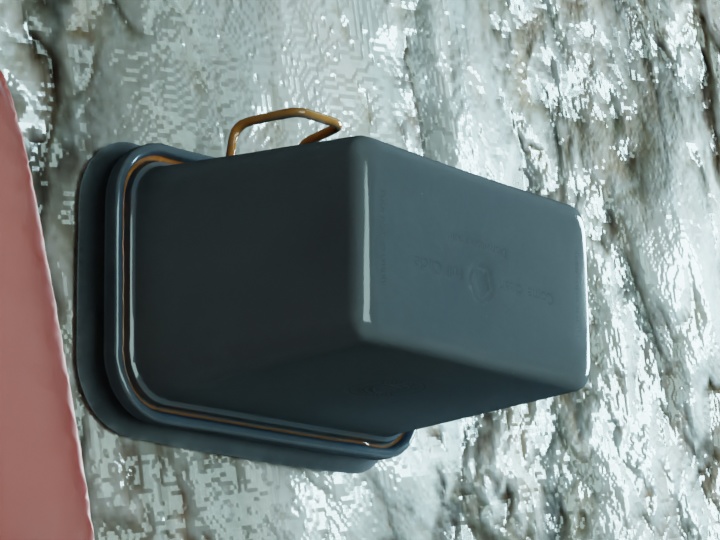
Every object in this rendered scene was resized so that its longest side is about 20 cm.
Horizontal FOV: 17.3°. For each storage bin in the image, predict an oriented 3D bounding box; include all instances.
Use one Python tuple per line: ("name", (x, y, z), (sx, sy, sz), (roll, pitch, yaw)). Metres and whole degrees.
("storage bin", (0.000, 0.000, 0.991), (0.200, 0.134, 0.146), (16, 69, -49))

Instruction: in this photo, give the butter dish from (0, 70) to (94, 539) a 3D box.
("butter dish", (-0.193, 0.044, 0.745), (0.199, 0.148, 0.200), (-10, 87, -8))
